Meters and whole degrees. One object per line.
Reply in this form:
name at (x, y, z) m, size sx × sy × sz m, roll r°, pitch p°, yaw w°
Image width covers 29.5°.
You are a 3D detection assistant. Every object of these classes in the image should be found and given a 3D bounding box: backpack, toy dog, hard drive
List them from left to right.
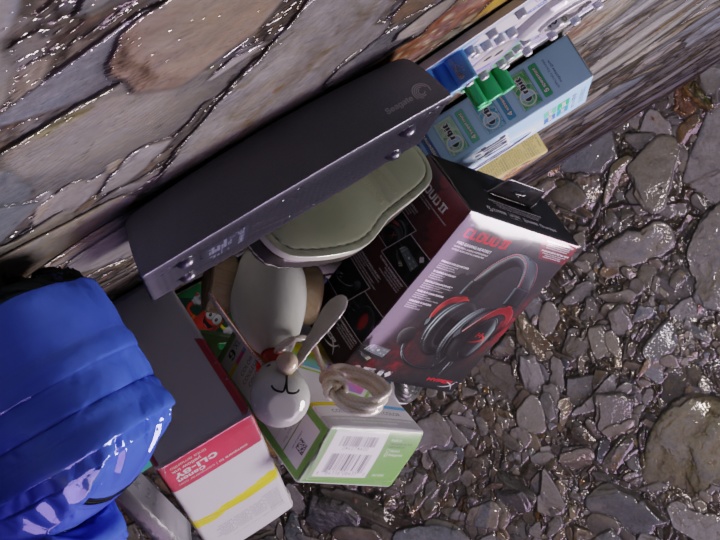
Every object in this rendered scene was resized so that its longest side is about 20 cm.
backpack at (-0.194, 0.101, 0.719) m, size 0.200 × 0.168 × 0.163 m, roll -36°, pitch -177°, yaw 7°
toy dog at (-0.061, 0.026, 1.039) m, size 0.132 × 0.200 × 0.097 m, roll -6°, pitch 123°, yaw -31°
hard drive at (-0.047, -0.053, 0.805) m, size 0.200 × 0.042 × 0.135 m, roll -31°, pitch 177°, yaw -8°

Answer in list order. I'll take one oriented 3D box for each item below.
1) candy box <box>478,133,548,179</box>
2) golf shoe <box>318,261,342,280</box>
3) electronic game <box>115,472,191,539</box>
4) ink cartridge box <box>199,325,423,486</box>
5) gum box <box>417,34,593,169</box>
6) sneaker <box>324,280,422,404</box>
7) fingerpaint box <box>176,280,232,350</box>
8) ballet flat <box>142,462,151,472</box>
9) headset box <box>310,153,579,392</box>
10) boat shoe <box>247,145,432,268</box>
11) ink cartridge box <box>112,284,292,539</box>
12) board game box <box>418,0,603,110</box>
candy box at (0.082, -0.087, 1.396) m, size 0.200 × 0.055 × 0.115 m, roll -30°, pitch 177°, yaw -32°
golf shoe at (0.000, 0.000, 1.204) m, size 0.199 × 0.095 × 0.078 m, roll -5°, pitch 179°, yaw -18°
electronic game at (-0.200, 0.147, 1.034) m, size 0.042 × 0.200 × 0.200 m, roll -44°, pitch 180°, yaw -13°
ink cartridge box at (-0.049, 0.090, 1.127) m, size 0.104 × 0.200 × 0.059 m, roll 11°, pitch 117°, yaw -43°
gum box at (0.101, -0.120, 1.178) m, size 0.200 × 0.045 × 0.170 m, roll -33°, pitch 177°, yaw 7°
sneaker at (0.005, 0.033, 1.296) m, size 0.077 × 0.200 × 0.076 m, roll -20°, pitch -179°, yaw 29°
fingerpaint box at (-0.163, 0.069, 1.297) m, size 0.167 × 0.073 × 0.200 m, roll -29°, pitch 176°, yaw -32°
ballet flat at (-0.237, 0.180, 1.253) m, size 0.200 × 0.071 × 0.069 m, roll -44°, pitch 165°, yaw 10°
headset box at (0.072, 0.000, 1.129) m, size 0.148 × 0.075 × 0.200 m, roll 15°, pitch 122°, yaw -45°
boat shoe at (-0.020, -0.041, 0.985) m, size 0.061 × 0.072 × 0.201 m, roll -39°, pitch 175°, yaw 38°
ink cartridge box at (-0.136, 0.121, 1.083) m, size 0.083 × 0.145 × 0.200 m, roll -32°, pitch 151°, yaw -11°
board game box at (0.138, -0.171, 0.913) m, size 0.200 × 0.026 × 0.200 m, roll -33°, pitch 176°, yaw 15°
